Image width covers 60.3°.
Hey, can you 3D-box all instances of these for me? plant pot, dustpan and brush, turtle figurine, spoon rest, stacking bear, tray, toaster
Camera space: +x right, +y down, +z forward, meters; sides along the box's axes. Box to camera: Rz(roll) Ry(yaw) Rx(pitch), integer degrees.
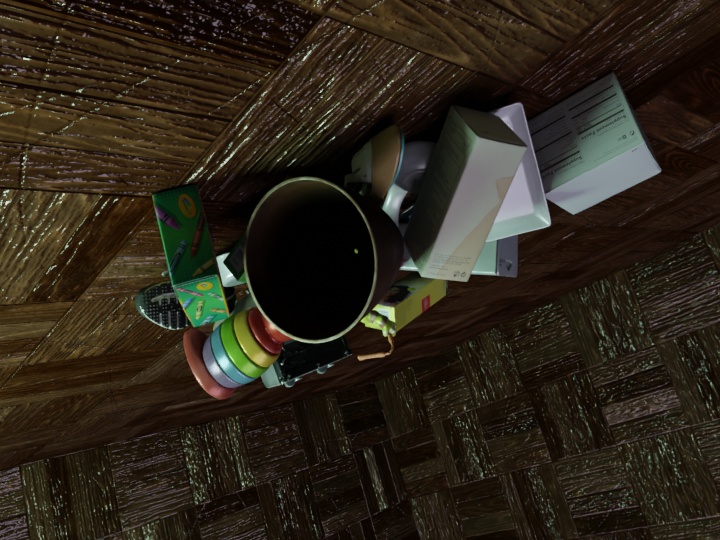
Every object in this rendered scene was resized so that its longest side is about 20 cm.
[{"bbox_3d":[-0.021,-0.023,0.806,0.184,0.192,0.199,-26,175,26],"label":"plant pot"},{"bbox_3d":[-0.216,-0.007,0.995,0.195,0.059,0.140,-22,174,-15],"label":"dustpan and brush"},{"bbox_3d":[-0.021,0.030,0.927,0.195,0.164,0.065,19,149,15],"label":"turtle figurine"},{"bbox_3d":[0.070,-0.124,0.908,0.096,0.062,0.201,12,148,-14],"label":"spoon rest"},{"bbox_3d":[-0.170,0.107,0.996,0.198,0.116,0.121,-35,137,15],"label":"stacking bear"},{"bbox_3d":[0.197,-0.135,0.873,0.104,0.022,0.203,-13,125,19],"label":"tray"},{"bbox_3d":[-0.139,0.126,1.289,0.177,0.205,0.118,-18,170,-32],"label":"toaster"}]

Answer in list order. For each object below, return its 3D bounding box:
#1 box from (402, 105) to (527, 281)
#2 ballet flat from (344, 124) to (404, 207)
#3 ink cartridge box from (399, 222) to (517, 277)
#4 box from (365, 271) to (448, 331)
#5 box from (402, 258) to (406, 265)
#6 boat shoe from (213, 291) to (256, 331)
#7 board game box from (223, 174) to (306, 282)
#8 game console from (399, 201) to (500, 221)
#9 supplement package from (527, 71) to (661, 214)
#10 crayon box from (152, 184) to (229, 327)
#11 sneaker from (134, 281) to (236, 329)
[{"bbox_3d":[0.130,-0.097,0.812,0.075,0.096,0.204,6,125,-21],"label":"box"},{"bbox_3d":[0.011,-0.125,0.826,0.061,0.071,0.201,-1,160,-9],"label":"ballet flat"},{"bbox_3d":[0.173,-0.037,1.114,0.194,0.086,0.145,3,180,28],"label":"ink cartridge box"},{"bbox_3d":[0.089,0.051,1.160,0.073,0.052,0.198,7,-159,34],"label":"box"},{"bbox_3d":[-0.016,0.007,1.112,0.094,0.104,0.200,-36,177,-33],"label":"box"},{"bbox_3d":[-0.170,0.069,1.080,0.197,0.074,0.063,-31,120,25],"label":"boat shoe"},{"bbox_3d":[-0.089,-0.044,0.908,0.154,0.040,0.199,-51,157,12],"label":"board game box"},{"bbox_3d":[0.194,-0.088,1.062,0.197,0.172,0.121,0,124,-50],"label":"game console"},{"bbox_3d":[0.350,-0.181,0.943,0.153,0.114,0.198,-27,162,28],"label":"supplement package"},{"bbox_3d":[-0.220,-0.011,0.825,0.056,0.122,0.201,-14,164,-12],"label":"crayon box"},{"bbox_3d":[-0.295,0.052,1.020,0.078,0.076,0.198,7,-179,29],"label":"sneaker"}]
